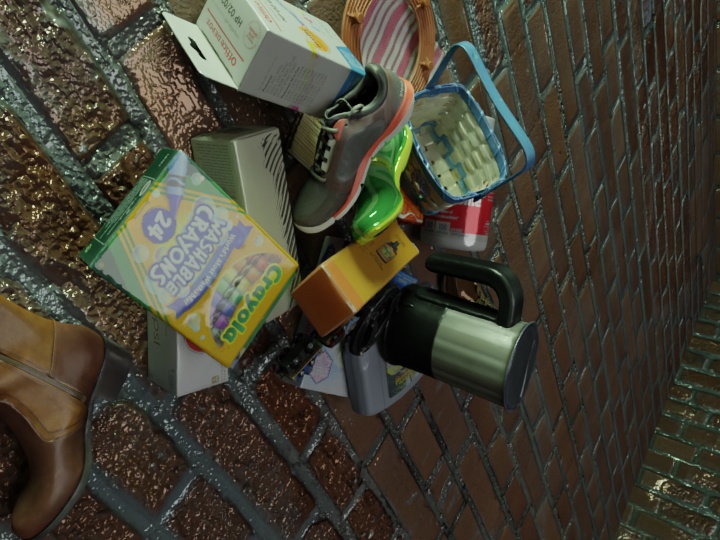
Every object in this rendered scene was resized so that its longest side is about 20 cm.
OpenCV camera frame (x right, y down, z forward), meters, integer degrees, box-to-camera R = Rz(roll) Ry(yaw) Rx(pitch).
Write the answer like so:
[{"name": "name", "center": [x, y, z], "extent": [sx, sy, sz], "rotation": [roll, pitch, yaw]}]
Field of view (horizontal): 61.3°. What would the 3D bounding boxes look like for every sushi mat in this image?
[{"name": "sushi mat", "center": [-0.022, -0.152, 0.826], "extent": [0.199, 0.012, 0.098], "rotation": [36, 72, -48]}]

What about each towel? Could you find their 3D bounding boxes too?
[{"name": "towel", "center": [0.054, -0.300, 0.865], "extent": [0.199, 0.029, 0.150], "rotation": [33, 75, -49]}]

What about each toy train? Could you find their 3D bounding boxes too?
[{"name": "toy train", "center": [-0.038, 0.073, 0.788], "extent": [0.200, 0.033, 0.047], "rotation": [-44, 141, -34]}]

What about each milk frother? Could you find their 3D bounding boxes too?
[{"name": "milk frother", "center": [0.106, 0.092, 0.772], "extent": [0.199, 0.184, 0.186], "rotation": [-39, 133, -42]}]

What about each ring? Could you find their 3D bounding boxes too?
[{"name": "ring", "center": [0.046, -0.306, 0.821], "extent": [0.197, 0.019, 0.207], "rotation": [-21, 119, -44]}]

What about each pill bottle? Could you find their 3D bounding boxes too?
[{"name": "pill bottle", "center": [0.159, -0.140, 0.968], "extent": [0.110, 0.110, 0.207], "rotation": [-2, 100, -49]}]

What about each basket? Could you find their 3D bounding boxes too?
[{"name": "basket", "center": [0.131, -0.172, 0.813], "extent": [0.137, 0.200, 0.180], "rotation": [-24, 80, -32]}]

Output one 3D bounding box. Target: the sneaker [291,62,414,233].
[{"name": "sneaker", "center": [-0.027, -0.138, 0.662], "extent": [0.081, 0.077, 0.202], "rotation": [24, 104, -49]}]

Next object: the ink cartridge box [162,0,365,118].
[{"name": "ink cartridge box", "center": [-0.091, -0.233, 0.634], "extent": [0.197, 0.116, 0.068], "rotation": [3, 134, -50]}]

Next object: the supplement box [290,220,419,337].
[{"name": "supplement box", "center": [0.000, 0.000, 0.745], "extent": [0.067, 0.068, 0.199], "rotation": [52, 36, 0]}]

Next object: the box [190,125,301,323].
[{"name": "box", "center": [-0.123, -0.053, 0.681], "extent": [0.068, 0.081, 0.206], "rotation": [-29, 122, -43]}]

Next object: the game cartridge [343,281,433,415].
[{"name": "game cartridge", "center": [0.053, 0.119, 0.905], "extent": [0.198, 0.040, 0.137], "rotation": [-33, 128, -42]}]

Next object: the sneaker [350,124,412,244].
[{"name": "sneaker", "center": [0.010, -0.115, 0.729], "extent": [0.083, 0.073, 0.204], "rotation": [33, 47, -26]}]

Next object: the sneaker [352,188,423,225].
[{"name": "sneaker", "center": [0.033, -0.110, 0.840], "extent": [0.198, 0.071, 0.080], "rotation": [23, 74, -53]}]

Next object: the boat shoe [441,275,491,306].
[{"name": "boat shoe", "center": [0.204, 0.065, 1.102], "extent": [0.076, 0.072, 0.203], "rotation": [-49, 133, -29]}]

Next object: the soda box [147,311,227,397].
[{"name": "soda box", "center": [-0.182, 0.021, 0.643], "extent": [0.067, 0.062, 0.207], "rotation": [-9, 107, -47]}]

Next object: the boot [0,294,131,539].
[{"name": "boot", "center": [-0.311, 0.117, 0.511], "extent": [0.199, 0.067, 0.193], "rotation": [38, 71, -46]}]

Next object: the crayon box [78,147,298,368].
[{"name": "crayon box", "center": [-0.146, 0.000, 0.587], "extent": [0.200, 0.051, 0.127], "rotation": [45, 73, -36]}]

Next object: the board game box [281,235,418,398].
[{"name": "board game box", "center": [-0.006, 0.080, 0.882], "extent": [0.198, 0.040, 0.206], "rotation": [23, 82, -50]}]
